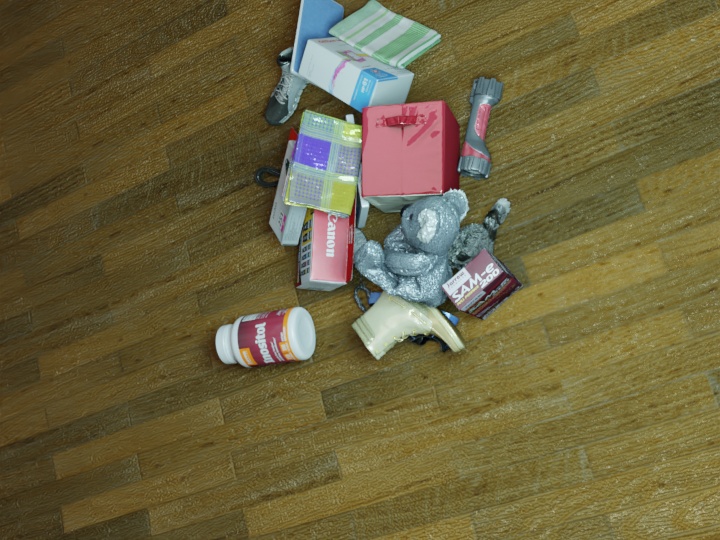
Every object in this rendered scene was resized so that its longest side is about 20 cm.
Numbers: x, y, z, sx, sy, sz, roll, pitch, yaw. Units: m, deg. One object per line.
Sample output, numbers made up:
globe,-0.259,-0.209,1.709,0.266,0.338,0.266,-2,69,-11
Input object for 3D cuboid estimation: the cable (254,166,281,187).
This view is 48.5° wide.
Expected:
cable,-0.145,-0.211,1.805,0.198,0.050,0.098,-13,93,33

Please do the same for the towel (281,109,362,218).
towel,-0.068,-0.210,1.586,0.142,0.023,0.203,14,79,-9

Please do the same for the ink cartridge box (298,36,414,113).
ink cartridge box,-0.010,-0.419,1.704,0.199,0.144,0.085,34,123,24

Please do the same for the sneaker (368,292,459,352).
sneaker,0.099,0.104,1.624,0.198,0.070,0.079,17,82,24

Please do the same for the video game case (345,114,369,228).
video game case,-0.011,-0.206,1.685,0.018,0.143,0.203,-8,77,-6

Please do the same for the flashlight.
flashlight,0.249,-0.290,1.629,0.068,0.067,0.203,0,74,65

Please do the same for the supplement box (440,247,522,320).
supplement box,0.233,0.030,1.508,0.109,0.200,0.061,-43,69,11

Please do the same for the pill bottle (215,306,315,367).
pill bottle,-0.206,0.148,1.722,0.198,0.113,0.115,-11,78,21

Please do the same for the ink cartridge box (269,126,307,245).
ink cartridge box,-0.157,-0.184,1.708,0.174,0.043,0.202,54,135,47

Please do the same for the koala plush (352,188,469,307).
koala plush,0.122,-0.055,1.485,0.183,0.177,0.201,39,125,16

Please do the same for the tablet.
tablet,-0.095,-0.514,1.775,0.014,0.129,0.203,2,82,42

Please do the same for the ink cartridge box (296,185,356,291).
ink cartridge box,-0.072,-0.069,1.661,0.083,0.175,0.203,5,81,-17

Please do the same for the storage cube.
storage cube,0.103,-0.222,1.606,0.169,0.200,0.182,-1,84,17

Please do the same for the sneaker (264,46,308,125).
sneaker,-0.172,-0.429,1.798,0.075,0.115,0.201,37,96,23

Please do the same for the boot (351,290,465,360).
boot,0.092,0.123,1.552,0.156,0.073,0.200,-46,71,3

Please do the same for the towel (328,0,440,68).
towel,0.054,-0.510,1.724,0.199,0.024,0.152,35,60,24

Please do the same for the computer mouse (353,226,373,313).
computer mouse,0.000,0.000,1.708,0.058,0.034,0.203,-13,81,-1

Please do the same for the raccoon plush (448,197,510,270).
raccoon plush,0.206,-0.066,1.619,0.133,0.097,0.200,20,60,37
